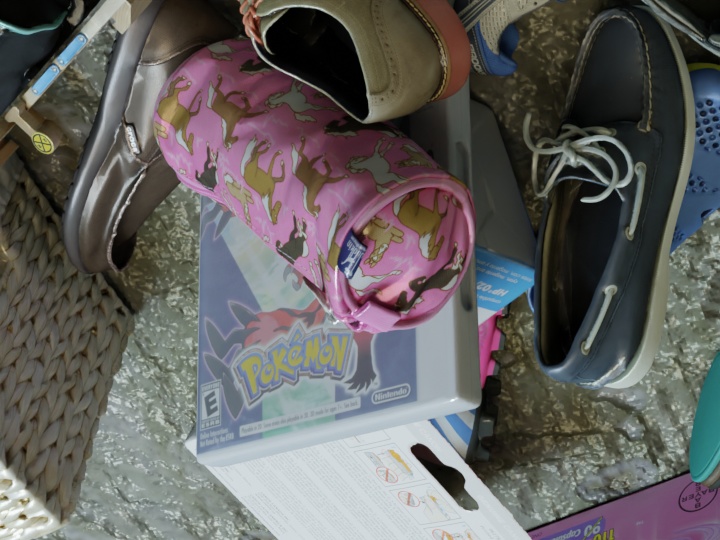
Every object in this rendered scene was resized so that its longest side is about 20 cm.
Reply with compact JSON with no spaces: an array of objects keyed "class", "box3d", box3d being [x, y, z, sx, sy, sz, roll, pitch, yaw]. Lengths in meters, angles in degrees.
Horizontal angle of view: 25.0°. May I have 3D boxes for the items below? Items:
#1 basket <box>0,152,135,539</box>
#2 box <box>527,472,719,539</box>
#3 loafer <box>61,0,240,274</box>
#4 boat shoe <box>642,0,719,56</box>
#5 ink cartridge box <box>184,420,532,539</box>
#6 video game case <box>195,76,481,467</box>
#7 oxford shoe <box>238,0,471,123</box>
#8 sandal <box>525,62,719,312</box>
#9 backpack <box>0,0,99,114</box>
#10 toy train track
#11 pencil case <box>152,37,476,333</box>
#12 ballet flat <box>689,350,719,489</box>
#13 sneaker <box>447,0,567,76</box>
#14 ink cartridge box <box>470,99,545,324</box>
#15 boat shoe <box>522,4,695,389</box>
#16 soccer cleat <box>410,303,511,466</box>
[{"class":"basket","box3d":[-0.266,0.063,0.988,0.198,0.199,0.161,-23,123,26]},{"class":"box","box3d":[0.178,0.243,1.017,0.175,0.201,0.097,-26,118,29]},{"class":"loafer","box3d":[-0.119,-0.071,0.927,0.070,0.073,0.201,21,128,-2]},{"class":"boat shoe","box3d":[0.191,-0.131,0.812,0.198,0.071,0.072,27,128,-8]},{"class":"ink cartridge box","box3d":[0.005,0.130,1.039,0.199,0.050,0.161,-21,120,41]},{"class":"video game case","box3d":[-0.018,0.000,0.870,0.023,0.185,0.199,16,155,-42]},{"class":"oxford shoe","box3d":[-0.037,-0.147,0.807,0.200,0.074,0.071,40,139,24]},{"class":"sandal","box3d":[0.154,-0.024,0.893,0.079,0.087,0.201,26,126,-6]},{"class":"backpack","box3d":[-0.241,-0.166,0.820,0.200,0.176,0.153,42,120,-14]},{"class":"toy train track","box3d":[-0.159,-0.096,0.874,0.032,0.115,0.200,42,139,-12]},{"class":"pencil case","box3d":[-0.028,-0.048,0.822,0.086,0.200,0.084,-22,129,-25]},{"class":"ballet flat","box3d":[0.239,0.052,0.945,0.067,0.068,0.202,2,128,1]},{"class":"sneaker","box3d":[0.076,-0.178,0.808,0.084,0.078,0.201,18,138,-3]},{"class":"ink cartridge box","box3d":[0.000,0.000,0.918,0.067,0.116,0.200,16,136,-41]},{"class":"boat shoe","box3d":[0.122,-0.041,0.836,0.061,0.203,0.074,9,179,-42]},{"class":"soccer cleat","box3d":[0.045,0.041,0.976,0.085,0.070,0.202,8,128,6]}]
